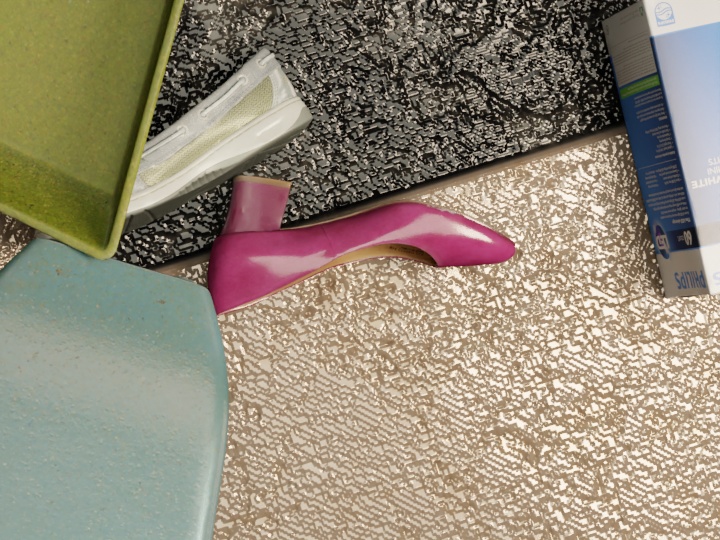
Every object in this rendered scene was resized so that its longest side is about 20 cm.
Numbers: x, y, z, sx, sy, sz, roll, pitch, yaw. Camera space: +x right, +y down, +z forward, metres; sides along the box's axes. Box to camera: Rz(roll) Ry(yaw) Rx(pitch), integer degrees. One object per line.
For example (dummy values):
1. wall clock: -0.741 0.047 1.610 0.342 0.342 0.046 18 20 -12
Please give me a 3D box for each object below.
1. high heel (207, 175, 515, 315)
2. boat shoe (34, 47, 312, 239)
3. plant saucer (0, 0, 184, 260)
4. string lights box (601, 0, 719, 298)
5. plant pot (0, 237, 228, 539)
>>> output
1. high heel: 0.000 0.000 1.423 0.200 0.067 0.096 9 77 6
2. boat shoe: -0.130 -0.076 1.406 0.202 0.074 0.065 -29 87 -13
3. plant saucer: -0.199 -0.136 1.307 0.199 0.048 0.200 25 111 18
4. string lights box: 0.224 -0.084 1.444 0.059 0.103 0.200 -13 91 -10
5. plant pot: -0.181 0.096 1.336 0.195 0.196 0.200 16 73 -8
